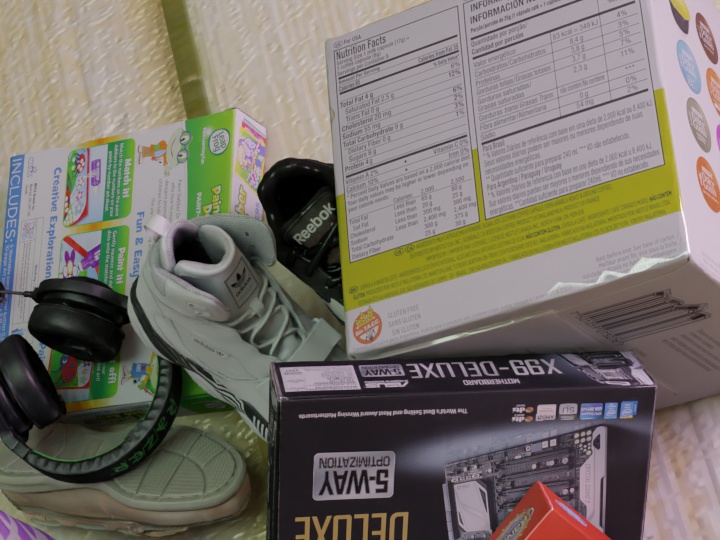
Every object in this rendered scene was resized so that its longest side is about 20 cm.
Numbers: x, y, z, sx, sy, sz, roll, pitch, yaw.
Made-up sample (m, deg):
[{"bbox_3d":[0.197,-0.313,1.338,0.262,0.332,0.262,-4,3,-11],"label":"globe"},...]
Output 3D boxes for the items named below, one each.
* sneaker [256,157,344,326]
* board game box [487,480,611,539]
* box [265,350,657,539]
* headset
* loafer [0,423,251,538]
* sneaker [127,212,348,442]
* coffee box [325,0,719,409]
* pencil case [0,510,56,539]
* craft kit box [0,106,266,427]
[{"bbox_3d":[0.000,0.000,1.263,0.071,0.098,0.201,-44,57,8],"label":"sneaker"},{"bbox_3d":[0.120,0.230,1.058,0.153,0.200,0.040,-50,14,6],"label":"board game box"},{"bbox_3d":[0.049,0.125,1.072,0.050,0.198,0.159,-114,25,-66],"label":"box"},{"bbox_3d":[-0.201,0.057,1.341,0.200,0.094,0.124,39,82,23],"label":"headset"},{"bbox_3d":[-0.152,0.142,1.337,0.198,0.063,0.072,3,41,29],"label":"loafer"},{"bbox_3d":[-0.058,0.039,1.241,0.199,0.115,0.075,32,63,13],"label":"sneaker"},{"bbox_3d":[0.118,-0.039,1.140,0.199,0.199,0.200,-18,63,26],"label":"coffee box"},{"bbox_3d":[-0.205,0.206,1.255,0.086,0.200,0.084,-46,49,2],"label":"pencil case"},{"bbox_3d":[-0.160,0.003,1.394,0.196,0.048,0.202,-10,68,31],"label":"craft kit box"}]
